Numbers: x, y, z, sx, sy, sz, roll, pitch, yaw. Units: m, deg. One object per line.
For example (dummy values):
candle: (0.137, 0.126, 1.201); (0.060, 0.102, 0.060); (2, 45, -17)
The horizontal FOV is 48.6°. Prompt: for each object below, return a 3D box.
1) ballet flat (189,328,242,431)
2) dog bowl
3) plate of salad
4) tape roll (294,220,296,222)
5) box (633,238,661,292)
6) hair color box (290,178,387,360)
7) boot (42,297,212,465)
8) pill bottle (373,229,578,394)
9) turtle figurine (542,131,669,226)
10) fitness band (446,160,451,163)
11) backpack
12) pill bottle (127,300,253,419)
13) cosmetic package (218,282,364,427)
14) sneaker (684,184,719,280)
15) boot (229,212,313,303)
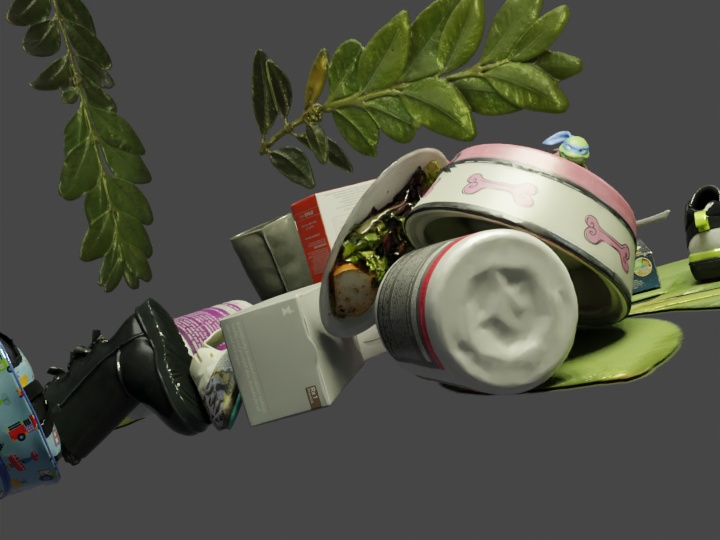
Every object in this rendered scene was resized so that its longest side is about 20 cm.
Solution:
ballet flat: (-0.136, 0.098, 0.811); (0.071, 0.073, 0.201); (-16, 15, 11)
dog bowl: (0.140, -0.031, 0.671); (0.198, 0.075, 0.200); (24, -13, 6)
plate of salad: (0.034, -0.019, 0.754); (0.048, 0.202, 0.199); (31, 28, 27)
tape roll: (-0.038, 0.008, 1.185); (0.200, 0.205, 0.071); (-17, 2, -4)
box: (0.263, 0.006, 0.914); (0.135, 0.038, 0.200); (-17, 1, 17)
hair color box: (0.000, 0.000, 0.970); (0.110, 0.203, 0.064); (-17, 1, -37)
boot: (-0.246, 0.136, 0.824); (0.162, 0.199, 0.073); (-40, -43, 2)
pill bottle: (0.074, 0.032, 0.620); (0.109, 0.112, 0.200); (-17, 1, -15)
turtle figurine: (0.257, -0.060, 1.039); (0.142, 0.201, 0.196); (-10, -44, -20)
fitness band: (0.038, -0.034, 0.832); (0.200, 0.037, 0.144); (-46, -26, -26)
backpack: (-0.367, 0.139, 0.742); (0.134, 0.185, 0.199); (-27, 19, -34)
pill bottle: (-0.210, 0.112, 0.989); (0.111, 0.114, 0.199); (-16, 1, 39)
cosmetic package: (-0.061, 0.074, 0.795); (0.089, 0.108, 0.200); (-17, -1, 12)
sneaker: (0.371, -0.049, 0.806); (0.071, 0.084, 0.199); (-15, 2, 31)
boot: (-0.068, 0.019, 1.096); (0.179, 0.203, 0.073); (-17, 1, 7)
